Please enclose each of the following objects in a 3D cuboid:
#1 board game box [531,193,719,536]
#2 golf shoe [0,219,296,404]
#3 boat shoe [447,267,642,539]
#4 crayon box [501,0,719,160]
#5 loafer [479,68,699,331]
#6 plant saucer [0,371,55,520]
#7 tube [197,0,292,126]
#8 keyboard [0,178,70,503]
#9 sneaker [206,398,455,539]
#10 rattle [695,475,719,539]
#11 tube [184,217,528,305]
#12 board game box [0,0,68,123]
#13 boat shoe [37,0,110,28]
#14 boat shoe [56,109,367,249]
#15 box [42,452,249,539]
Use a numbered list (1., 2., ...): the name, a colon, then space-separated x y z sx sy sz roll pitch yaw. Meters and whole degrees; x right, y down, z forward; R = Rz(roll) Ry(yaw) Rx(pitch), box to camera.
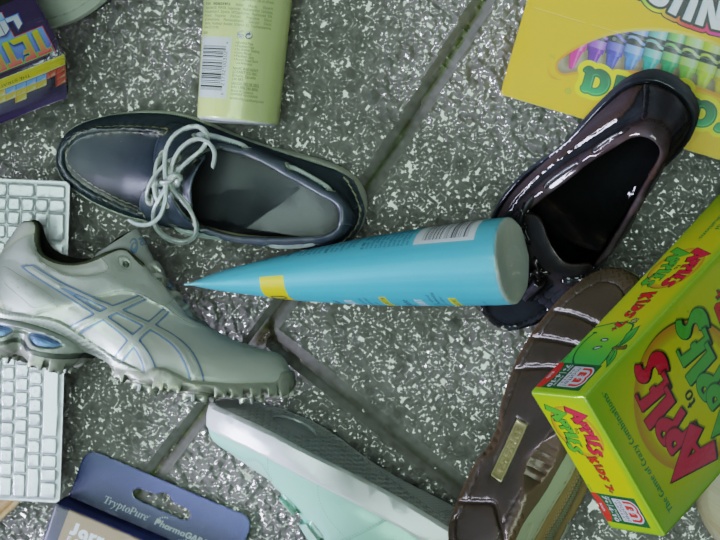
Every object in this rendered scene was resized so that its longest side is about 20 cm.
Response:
1. board game box: 0.195 0.046 1.486 0.200 0.048 0.102 -44 116 -27
2. golf shoe: -0.130 0.026 1.574 0.199 0.078 0.098 13 87 -1
3. boat shoe: 0.125 0.092 1.543 0.072 0.076 0.201 42 108 44
4. crayon box: 0.203 -0.159 1.531 0.199 0.058 0.173 17 99 8
5. loafer: 0.124 -0.033 1.524 0.072 0.063 0.200 33 124 -5
6. plant saucer: -0.285 0.077 1.657 0.199 0.035 0.201 1 95 10
7. tube: -0.065 -0.189 1.585 0.058 0.052 0.201 3 93 -23
8. keyboard: -0.211 0.044 1.617 0.056 0.011 0.201 3 96 8
9. sneaker: -0.028 0.168 1.601 0.200 0.074 0.119 31 103 7
10. rattle: 0.223 0.121 1.521 0.199 0.143 0.131 26 118 1
11. tube: 0.000 0.000 1.547 0.199 0.077 0.051 -4 84 27
12. board game box: -0.298 -0.145 1.557 0.199 0.057 0.166 -22 69 -16
13. boat shoe: -0.141 -0.202 1.580 0.200 0.062 0.073 -30 75 35
14. boat shoe: -0.096 -0.051 1.595 0.199 0.062 0.075 17 98 8
15. box: -0.158 0.228 1.653 0.121 0.032 0.201 22 98 8
